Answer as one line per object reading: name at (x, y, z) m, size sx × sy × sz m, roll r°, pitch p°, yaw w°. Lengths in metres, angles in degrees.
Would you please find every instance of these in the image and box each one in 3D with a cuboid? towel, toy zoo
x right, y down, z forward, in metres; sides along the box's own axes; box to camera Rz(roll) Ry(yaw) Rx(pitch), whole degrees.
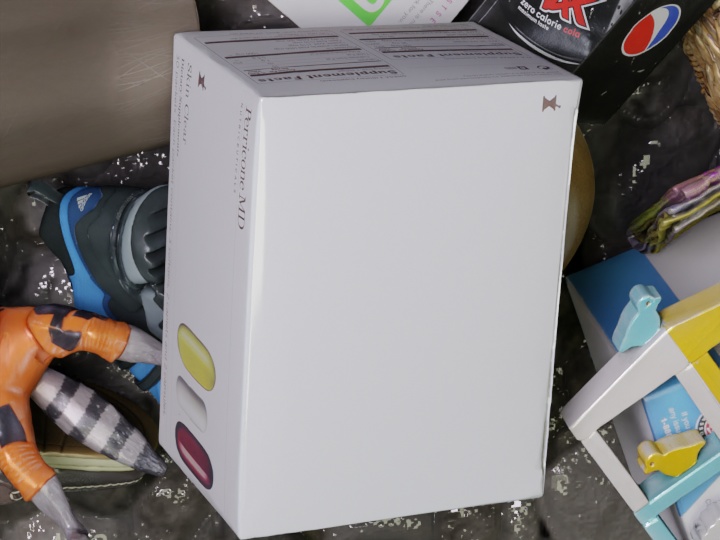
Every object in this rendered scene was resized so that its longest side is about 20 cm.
towel at (0.230, -0.059, 1.148) m, size 0.199 × 0.144 × 0.023 m, roll -24°, pitch 84°, yaw -4°
toy zoo at (0.186, 0.082, 1.099) m, size 0.131 × 0.020 × 0.200 m, roll -35°, pitch 116°, yaw 5°

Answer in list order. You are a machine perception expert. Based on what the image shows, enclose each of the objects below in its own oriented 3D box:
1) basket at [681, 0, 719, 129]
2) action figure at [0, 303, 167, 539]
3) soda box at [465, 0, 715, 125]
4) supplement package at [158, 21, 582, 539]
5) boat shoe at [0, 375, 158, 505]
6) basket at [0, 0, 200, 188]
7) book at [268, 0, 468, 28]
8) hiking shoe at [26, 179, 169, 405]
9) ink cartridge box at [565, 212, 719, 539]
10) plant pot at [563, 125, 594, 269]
basket at (0.252, -0.164, 1.140) m, size 0.199 × 0.149 × 0.144 m, roll -27°, pitch 84°, yaw 2°
action figure at (-0.197, 0.066, 1.101) m, size 0.193 × 0.105 × 0.201 m, roll 30°, pitch 93°, yaw 13°
soda box at (0.139, -0.158, 1.039) m, size 0.070 × 0.064 × 0.200 m, roll -1°, pitch 139°, yaw -51°
supplement package at (0.000, 0.000, 1.020) m, size 0.155 × 0.111 × 0.202 m, roll -5°, pitch 110°, yaw -24°
boat shoe at (-0.205, 0.092, 1.166) m, size 0.198 × 0.073 × 0.065 m, roll 7°, pitch 120°, yaw -5°
basket at (-0.182, -0.100, 1.034) m, size 0.198 × 0.180 × 0.137 m, roll -11°, pitch 117°, yaw -19°
book at (-0.021, -0.197, 1.081) m, size 0.200 × 0.048 × 0.134 m, roll 39°, pitch 96°, yaw -24°
hiking shoe at (-0.099, 0.026, 1.161) m, size 0.086 × 0.075 × 0.201 m, roll 14°, pitch 140°, yaw 30°
ink cartridge box at (0.237, 0.053, 1.191) m, size 0.199 × 0.146 × 0.148 m, roll -23°, pitch 117°, yaw -1°
plant pot at (0.020, -0.028, 1.139) m, size 0.198 × 0.028 × 0.201 m, roll 0°, pitch 133°, yaw 0°
